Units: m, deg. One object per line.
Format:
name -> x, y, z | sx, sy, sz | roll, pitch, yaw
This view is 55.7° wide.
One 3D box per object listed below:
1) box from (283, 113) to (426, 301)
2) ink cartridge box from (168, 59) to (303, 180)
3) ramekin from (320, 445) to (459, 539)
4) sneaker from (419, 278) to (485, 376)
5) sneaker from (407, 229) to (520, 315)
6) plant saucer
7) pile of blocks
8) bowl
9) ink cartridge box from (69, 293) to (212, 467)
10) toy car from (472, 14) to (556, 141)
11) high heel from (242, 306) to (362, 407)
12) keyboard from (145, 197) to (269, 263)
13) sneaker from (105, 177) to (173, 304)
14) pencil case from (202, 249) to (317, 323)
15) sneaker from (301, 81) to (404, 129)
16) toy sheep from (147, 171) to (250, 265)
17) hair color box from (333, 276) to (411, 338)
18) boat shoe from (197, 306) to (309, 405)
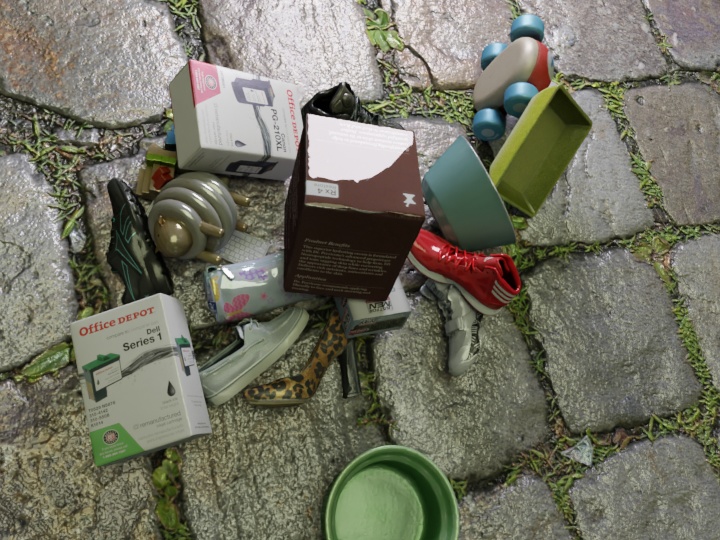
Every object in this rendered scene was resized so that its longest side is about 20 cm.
box -> -0.018, -0.083, 0.974 | 0.163, 0.201, 0.166 | 7, 53, -13
ink cartridge box -> -0.190, -0.233, 1.084 | 0.198, 0.084, 0.147 | 1, 73, -41
ramekin -> 0.035, 0.361, 0.988 | 0.196, 0.098, 0.204 | 5, 71, -14
sneaker -> 0.151, 0.069, 1.130 | 0.113, 0.075, 0.202 | 24, 63, -6
sneaker -> 0.167, -0.020, 1.065 | 0.198, 0.116, 0.079 | 32, 58, -6
plant saucer -> 0.305, -0.209, 1.184 | 0.048, 0.199, 0.202 | 39, 103, 33
pile of blocks -> -0.295, -0.202, 1.094 | 0.081, 0.062, 0.202 | 30, 65, -4
bowl -> 0.171, -0.111, 1.145 | 0.104, 0.201, 0.203 | -29, 81, 6
ink cartridge box -> -0.306, 0.150, 0.947 | 0.144, 0.084, 0.203 | -18, 77, 3
toy car -> 0.328, -0.326, 1.264 | 0.197, 0.176, 0.187 | 20, 65, -22
high heel -> -0.093, 0.131, 1.039 | 0.197, 0.071, 0.145 | -2, 76, -30
keyboard -> -0.246, -0.060, 1.093 | 0.198, 0.011, 0.057 | 25, 68, -7
sneaker -> -0.350, -0.044, 1.022 | 0.078, 0.075, 0.202 | -23, 79, -4
pencil case -> -0.146, 0.015, 1.056 | 0.197, 0.083, 0.092 | -14, 113, -20
sneaker -> -0.004, -0.257, 1.171 | 0.196, 0.114, 0.078 | 14, 71, -13
toy sheep -> -0.245, -0.084, 1.030 | 0.137, 0.138, 0.201 | 33, 36, -3
hair color box -> 0.000, 0.000, 1.087 | 0.097, 0.061, 0.202 | -7, 59, -20
boat shoe -> -0.164, 0.112, 1.021 | 0.200, 0.070, 0.072 | -42, 108, -20
